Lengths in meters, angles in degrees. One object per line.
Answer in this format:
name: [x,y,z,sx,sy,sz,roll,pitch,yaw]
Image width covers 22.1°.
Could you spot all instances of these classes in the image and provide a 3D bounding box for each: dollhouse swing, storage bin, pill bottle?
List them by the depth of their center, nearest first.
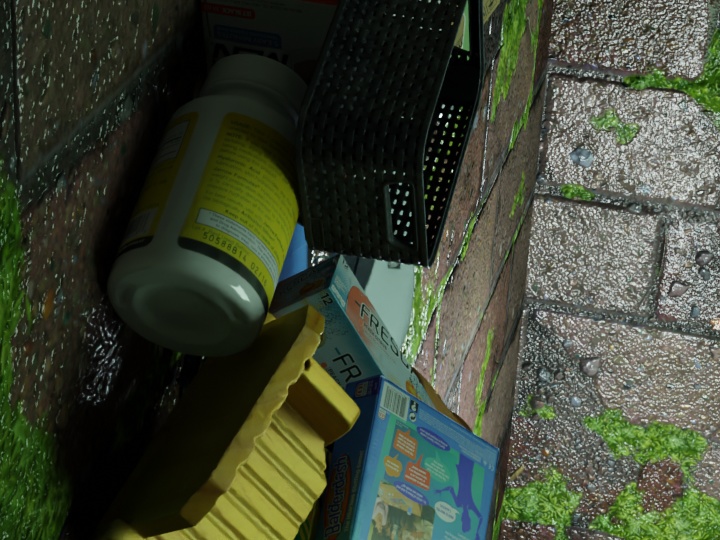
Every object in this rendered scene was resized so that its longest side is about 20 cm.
dollhouse swing: [-0.063,0.145,1.277,0.182,0.175,0.201,47,60,-27]
pill bottle: [-0.096,-0.050,1.285,0.112,0.110,0.201,82,20,-54]
storage bin: [0.025,-0.117,1.321,0.136,0.093,0.201,84,19,-51]

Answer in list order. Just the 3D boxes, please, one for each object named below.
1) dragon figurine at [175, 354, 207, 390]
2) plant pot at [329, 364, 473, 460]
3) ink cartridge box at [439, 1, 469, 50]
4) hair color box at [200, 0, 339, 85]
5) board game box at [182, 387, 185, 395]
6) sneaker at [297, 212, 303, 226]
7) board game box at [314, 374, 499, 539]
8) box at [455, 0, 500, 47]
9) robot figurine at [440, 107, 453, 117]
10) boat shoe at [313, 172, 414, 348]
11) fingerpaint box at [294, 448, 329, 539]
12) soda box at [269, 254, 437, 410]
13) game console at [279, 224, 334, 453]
dragon figurine: [-0.112,0.041,1.405,0.100,0.058,0.201,87,16,-45]
plant pot: [0.022,0.187,1.895,0.201,0.198,0.141,-70,148,-43]
ink cartridge box: [0.029,-0.183,1.625,0.200,0.048,0.147,-47,145,-37]
hair color box: [-0.057,-0.143,1.410,0.064,0.110,0.201,-68,162,-44]
board game box: [-0.109,0.158,1.538,0.151,0.046,0.202,-48,145,-70]
sneaker: [-0.039,-0.115,1.508,0.073,0.080,0.202,-31,126,-28]
board game box: [0.035,0.208,1.480,0.152,0.045,0.202,34,54,-34]
box: [0.058,-0.233,1.711,0.201,0.021,0.164,-54,151,-19]
robot figurine: [0.047,-0.222,1.853,0.170,0.112,0.201,47,46,-35]
boat shoe: [-0.003,-0.001,1.669,0.074,0.086,0.204,7,89,-41]
fingerpaint box: [-0.068,0.258,1.503,0.201,0.073,0.168,83,17,-58]
soda box: [-0.001,0.089,1.585,0.201,0.068,0.064,58,22,-21]
game console: [-0.033,0.047,1.679,0.117,0.175,0.200,-55,178,22]
